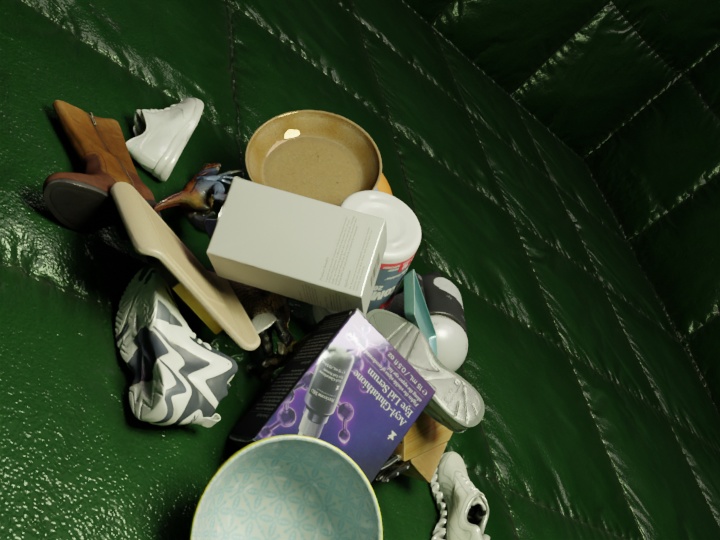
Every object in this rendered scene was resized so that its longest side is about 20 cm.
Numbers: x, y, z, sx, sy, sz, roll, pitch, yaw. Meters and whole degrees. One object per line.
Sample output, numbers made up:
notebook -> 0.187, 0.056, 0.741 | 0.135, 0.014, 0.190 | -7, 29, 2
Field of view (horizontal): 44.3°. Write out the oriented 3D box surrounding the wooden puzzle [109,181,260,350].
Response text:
wooden puzzle -> -0.212, -0.002, 1.047 | 0.200, 0.037, 0.185 | 48, 1, -37

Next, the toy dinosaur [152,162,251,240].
toy dinosaur -> -0.222, -0.116, 1.231 | 0.198, 0.106, 0.181 | 27, 4, -43

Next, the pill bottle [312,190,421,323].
pill bottle -> 0.000, 0.000, 1.228 | 0.117, 0.202, 0.121 | 11, 48, -12

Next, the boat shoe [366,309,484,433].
boat shoe -> 0.074, 0.136, 1.165 | 0.201, 0.065, 0.075 | 41, 58, 2

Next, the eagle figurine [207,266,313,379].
eagle figurine -> -0.120, 0.035, 1.177 | 0.149, 0.151, 0.204 | -4, 66, -25

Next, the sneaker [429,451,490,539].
sneaker -> 0.148, 0.334, 1.269 | 0.075, 0.081, 0.201 | 37, 27, -20

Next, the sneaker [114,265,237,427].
sneaker -> -0.205, 0.095, 1.020 | 0.129, 0.079, 0.201 | 31, 26, -46

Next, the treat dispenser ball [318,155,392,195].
treat dispenser ball -> -0.043, -0.089, 1.382 | 0.200, 0.200, 0.203 | 37, 28, -24

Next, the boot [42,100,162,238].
boot -> -0.346, -0.146, 1.120 | 0.187, 0.068, 0.202 | 9, 46, -54

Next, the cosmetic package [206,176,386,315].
cosmetic package -> -0.075, -0.027, 1.075 | 0.196, 0.109, 0.085 | 17, -20, 9

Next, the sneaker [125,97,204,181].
sneaker -> -0.292, -0.216, 1.309 | 0.087, 0.076, 0.201 | 29, 32, -14

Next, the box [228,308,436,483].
box -> -0.032, 0.170, 1.047 | 0.148, 0.104, 0.201 | 44, 68, -13

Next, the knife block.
knife block -> 0.056, 0.201, 1.209 | 0.202, 0.063, 0.176 | -60, 136, -25

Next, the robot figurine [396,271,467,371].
robot figurine -> 0.116, 0.091, 1.495 | 0.148, 0.125, 0.202 | 26, 32, -20

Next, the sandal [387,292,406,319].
sandal -> 0.051, 0.114, 1.262 | 0.045, 0.074, 0.202 | 49, 32, -34

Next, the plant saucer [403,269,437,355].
plant saucer -> 0.086, 0.078, 1.245 | 0.201, 0.019, 0.071 | 64, 23, -57

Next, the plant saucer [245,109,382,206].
plant saucer -> -0.068, -0.147, 1.271 | 0.195, 0.036, 0.203 | 4, 54, -6

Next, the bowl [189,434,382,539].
bowl -> -0.085, 0.271, 0.915 | 0.200, 0.201, 0.107 | 45, -17, -8
